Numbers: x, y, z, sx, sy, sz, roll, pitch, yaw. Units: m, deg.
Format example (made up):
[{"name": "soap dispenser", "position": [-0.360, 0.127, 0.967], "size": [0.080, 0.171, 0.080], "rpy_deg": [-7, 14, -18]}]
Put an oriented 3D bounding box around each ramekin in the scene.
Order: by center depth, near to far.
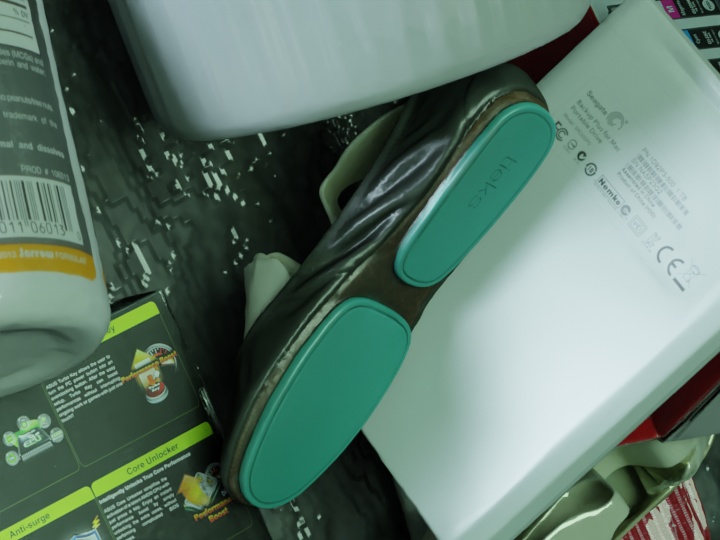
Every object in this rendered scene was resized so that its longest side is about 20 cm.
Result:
[{"name": "ramekin", "position": [-0.006, -0.122, 1.009], "size": [0.199, 0.200, 0.098], "rpy_deg": [-23, 104, -29]}]

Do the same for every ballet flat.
[{"name": "ballet flat", "position": [0.000, 0.000, 1.027], "size": [0.200, 0.068, 0.068], "rpy_deg": [-52, 140, 0]}, {"name": "ballet flat", "position": [0.104, 0.087, 1.092], "size": [0.200, 0.069, 0.070], "rpy_deg": [-43, 104, -22]}]

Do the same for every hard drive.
[{"name": "hard drive", "position": [0.079, 0.003, 1.032], "size": [0.132, 0.200, 0.026], "rpy_deg": [53, 14, 27]}]

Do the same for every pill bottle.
[{"name": "pill bottle", "position": [-0.164, -0.058, 0.942], "size": [0.116, 0.116, 0.201], "rpy_deg": [-5, 71, -29]}]

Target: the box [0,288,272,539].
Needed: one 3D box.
[{"name": "box", "position": [-0.125, 0.135, 0.997], "size": [0.199, 0.047, 0.194], "rpy_deg": [-28, 95, -28]}]

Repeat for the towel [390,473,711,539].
[{"name": "towel", "position": [0.075, 0.069, 1.127], "size": [0.143, 0.023, 0.202], "rpy_deg": [-17, 92, -28]}]

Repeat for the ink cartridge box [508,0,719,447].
[{"name": "ink cartridge box", "position": [0.138, -0.037, 1.092], "size": [0.174, 0.084, 0.201], "rpy_deg": [-9, 63, -31]}]
